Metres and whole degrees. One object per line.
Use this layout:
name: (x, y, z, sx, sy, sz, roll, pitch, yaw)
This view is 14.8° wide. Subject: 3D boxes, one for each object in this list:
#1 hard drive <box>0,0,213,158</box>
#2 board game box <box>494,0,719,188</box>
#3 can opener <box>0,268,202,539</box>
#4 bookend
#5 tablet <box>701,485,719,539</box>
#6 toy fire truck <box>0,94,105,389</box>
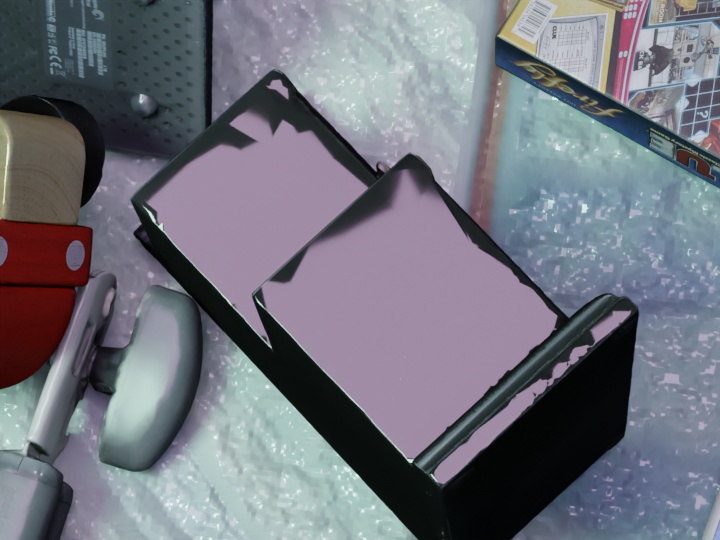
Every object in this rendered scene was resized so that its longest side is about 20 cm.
hard drive: (-0.152, -0.115, 1.105, 0.200, 0.135, 0.042, 13, 52, 7)
board game box: (0.163, -0.139, 1.144, 0.135, 0.035, 0.200, 30, 77, 11)
can opener: (-0.116, 0.095, 1.077, 0.067, 0.053, 0.200, 15, 76, 8)
bookend: (0.000, 0.000, 1.024, 0.092, 0.199, 0.200, -42, 75, -7)
tablet: (0.184, 0.150, 1.068, 0.130, 0.014, 0.200, 19, 74, 8)
toy fire truck: (-0.206, 0.024, 1.062, 0.176, 0.129, 0.200, 8, 93, 31)
